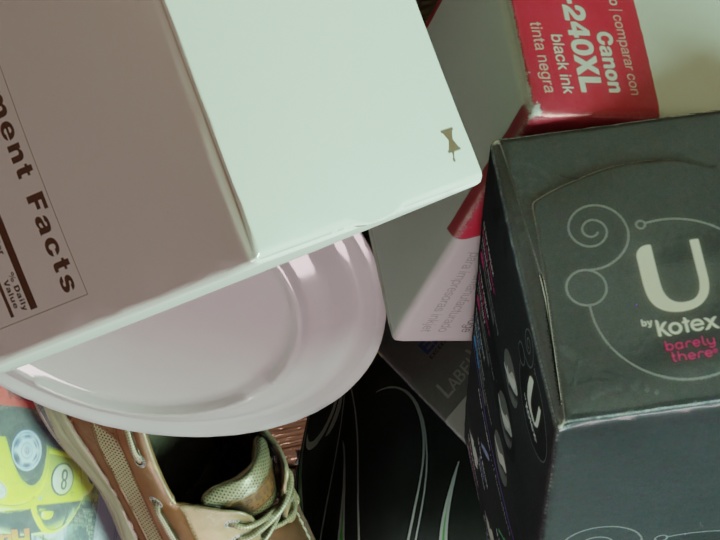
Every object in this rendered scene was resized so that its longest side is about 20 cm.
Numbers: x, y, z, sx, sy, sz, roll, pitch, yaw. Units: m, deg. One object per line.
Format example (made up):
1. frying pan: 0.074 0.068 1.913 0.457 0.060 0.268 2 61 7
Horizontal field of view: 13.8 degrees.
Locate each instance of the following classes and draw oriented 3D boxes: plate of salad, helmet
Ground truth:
1. plate of salad: -0.087 -0.006 1.113 0.199 0.048 0.200 8 140 7
2. helmet: 0.058 0.129 1.406 0.199 0.191 0.200 -6 162 -2

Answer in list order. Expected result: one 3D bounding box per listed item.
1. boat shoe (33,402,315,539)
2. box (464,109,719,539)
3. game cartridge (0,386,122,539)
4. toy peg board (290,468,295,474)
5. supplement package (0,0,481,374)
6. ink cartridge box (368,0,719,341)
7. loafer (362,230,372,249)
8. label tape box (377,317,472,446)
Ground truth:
1. boat shoe: -0.065 0.099 1.291 0.072 0.076 0.200 -4 132 49
2. box: 0.104 0.045 0.972 0.122 0.106 0.200 -8 150 -5
3. game cartridge: -0.160 0.086 1.287 0.200 0.134 0.041 8 -179 -39
4. toy peg board: -0.077 0.185 1.695 0.199 0.098 0.200 5 160 -33
5. supplement package: -0.089 -0.040 0.880 0.200 0.120 0.121 -21 180 35
6. ink cartridge box: 0.118 -0.044 1.016 0.199 0.084 0.145 1 148 -20
7. loafer: 0.021 -0.016 1.146 0.200 0.063 0.072 -16 160 29
8. label tape box: 0.085 0.054 1.195 0.063 0.200 0.144 -51 142 8
